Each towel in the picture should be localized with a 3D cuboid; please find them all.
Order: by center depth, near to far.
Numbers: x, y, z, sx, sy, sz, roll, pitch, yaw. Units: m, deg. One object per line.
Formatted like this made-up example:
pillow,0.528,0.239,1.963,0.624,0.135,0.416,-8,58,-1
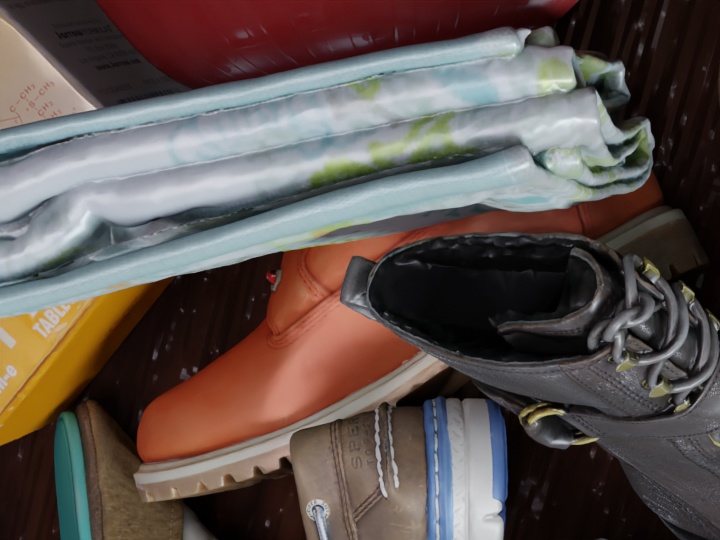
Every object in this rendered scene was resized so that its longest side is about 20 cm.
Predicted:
towel,-0.024,-0.023,0.723,0.200,0.171,0.048,-10,89,13

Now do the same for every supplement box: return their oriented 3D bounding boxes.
supplement box,-0.149,-0.054,0.885,0.200,0.074,0.126,43,111,9

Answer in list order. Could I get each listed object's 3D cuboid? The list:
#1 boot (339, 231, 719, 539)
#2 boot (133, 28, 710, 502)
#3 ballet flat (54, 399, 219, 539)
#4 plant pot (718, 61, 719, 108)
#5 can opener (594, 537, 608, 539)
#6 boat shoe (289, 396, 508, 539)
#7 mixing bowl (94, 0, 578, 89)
boot,0.110,0.042,0.722,0.200,0.174,0.069,3,69,41
boot,0.000,0.000,0.842,0.200,0.075,0.107,-30,84,16
ballet flat,-0.063,0.134,0.869,0.072,0.200,0.068,0,145,-9
plant pot,0.193,-0.059,0.701,0.175,0.200,0.200,-26,90,40
can opener,0.121,0.157,0.773,0.200,0.066,0.053,40,110,6
boat shoe,0.003,0.122,0.835,0.072,0.072,0.200,3,120,-1
mixing bowl,-0.004,-0.108,0.745,0.200,0.200,0.108,-11,92,23
